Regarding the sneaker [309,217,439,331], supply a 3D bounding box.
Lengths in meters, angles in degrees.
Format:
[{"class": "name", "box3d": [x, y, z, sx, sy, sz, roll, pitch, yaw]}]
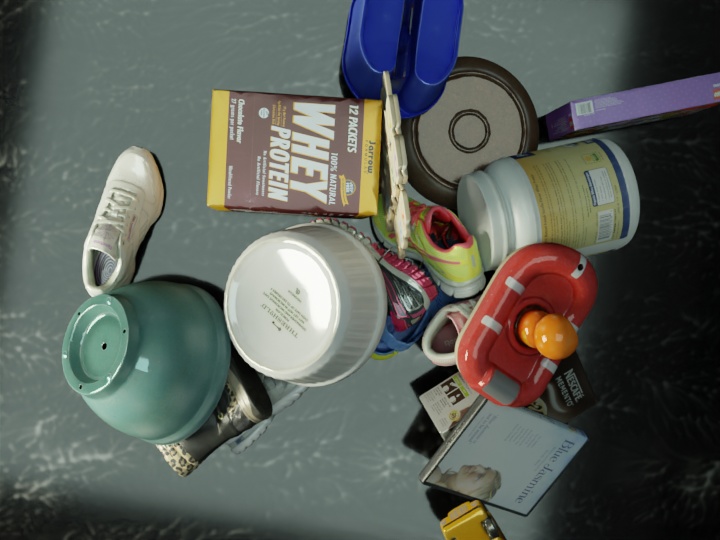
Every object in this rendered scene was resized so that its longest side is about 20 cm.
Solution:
[{"class": "sneaker", "box3d": [0.000, 0.000, 1.367, 0.199, 0.081, 0.075, 30, 75, 28]}]

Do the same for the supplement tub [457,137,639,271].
[{"class": "supplement tub", "box3d": [0.233, -0.080, 1.371, 0.197, 0.144, 0.147, -12, 93, -13]}]

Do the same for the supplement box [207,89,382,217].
[{"class": "supplement box", "box3d": [-0.080, -0.137, 1.337, 0.196, 0.197, 0.135, 3, 91, -4]}]

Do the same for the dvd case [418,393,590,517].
[{"class": "dvd case", "box3d": [0.184, 0.237, 1.383, 0.198, 0.018, 0.144, 24, 109, -35]}]

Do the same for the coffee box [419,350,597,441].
[{"class": "coffee box", "box3d": [0.191, 0.166, 1.402, 0.198, 0.080, 0.114, -33, 127, -1]}]

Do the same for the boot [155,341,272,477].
[{"class": "boot", "box3d": [-0.210, 0.146, 1.386, 0.150, 0.073, 0.201, -41, 63, 14]}]

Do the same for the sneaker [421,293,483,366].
[{"class": "sneaker", "box3d": [0.163, 0.061, 1.349, 0.198, 0.105, 0.076, -28, 78, 12]}]

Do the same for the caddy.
[{"class": "caddy", "box3d": [0.052, -0.295, 1.383, 0.139, 0.105, 0.203, 11, 74, -9]}]

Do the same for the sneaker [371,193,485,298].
[{"class": "sneaker", "box3d": [0.085, -0.055, 1.367, 0.078, 0.091, 0.199, -34, 51, -24]}]

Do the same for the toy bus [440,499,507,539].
[{"class": "toy bus", "box3d": [0.175, 0.387, 1.416, 0.065, 0.078, 0.202, -30, 103, 5]}]

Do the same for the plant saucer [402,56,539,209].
[{"class": "plant saucer", "box3d": [0.141, -0.181, 1.431, 0.197, 0.034, 0.204, 0, 93, -3]}]

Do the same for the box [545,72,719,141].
[{"class": "box", "box3d": [0.347, -0.207, 1.390, 0.197, 0.137, 0.040, -11, 92, -2]}]

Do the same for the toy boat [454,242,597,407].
[{"class": "toy boat", "box3d": [0.208, 0.067, 1.265, 0.130, 0.130, 0.202, 32, 85, -24]}]

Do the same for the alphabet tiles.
[{"class": "alphabet tiles", "box3d": [0.036, -0.122, 1.283, 0.014, 0.200, 0.199, -6, 74, -5]}]

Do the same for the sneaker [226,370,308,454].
[{"class": "sneaker", "box3d": [-0.119, 0.142, 1.406, 0.082, 0.075, 0.200, 43, 90, -6]}]

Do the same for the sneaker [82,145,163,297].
[{"class": "sneaker", "box3d": [-0.300, -0.058, 1.377, 0.074, 0.100, 0.203, 14, 90, -2]}]

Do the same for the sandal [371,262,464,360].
[{"class": "sandal", "box3d": [0.082, 0.042, 1.411, 0.079, 0.087, 0.200, 43, 88, -2]}]

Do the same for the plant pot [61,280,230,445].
[{"class": "plant pot", "box3d": [-0.273, 0.100, 1.317, 0.198, 0.134, 0.204, -12, 69, 33]}]

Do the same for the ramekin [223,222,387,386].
[{"class": "ramekin", "box3d": [-0.074, 0.041, 1.313, 0.199, 0.094, 0.206, -1, 88, 24]}]
